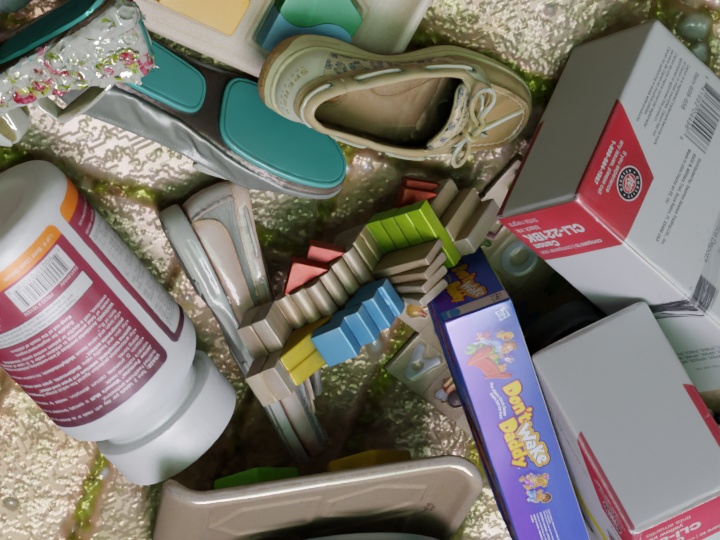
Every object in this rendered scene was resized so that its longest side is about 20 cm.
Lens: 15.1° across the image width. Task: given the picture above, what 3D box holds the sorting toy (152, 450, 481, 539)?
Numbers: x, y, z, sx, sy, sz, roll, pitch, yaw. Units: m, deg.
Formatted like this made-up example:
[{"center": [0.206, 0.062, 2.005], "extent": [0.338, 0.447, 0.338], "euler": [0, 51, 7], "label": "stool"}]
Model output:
[{"center": [-0.033, 0.154, 1.762], "extent": [0.199, 0.185, 0.037], "euler": [-4, 70, -9], "label": "sorting toy"}]

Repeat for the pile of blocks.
[{"center": [0.000, 0.000, 1.701], "extent": [0.200, 0.082, 0.062], "euler": [-42, 112, -22], "label": "pile of blocks"}]

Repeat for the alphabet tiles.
[{"center": [0.117, 0.021, 1.812], "extent": [0.166, 0.006, 0.200], "euler": [37, 102, -25], "label": "alphabet tiles"}]

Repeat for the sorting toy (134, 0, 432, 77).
[{"center": [-0.041, -0.205, 1.656], "extent": [0.200, 0.036, 0.185], "euler": [23, 108, -21], "label": "sorting toy"}]

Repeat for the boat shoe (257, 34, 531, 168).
[{"center": [0.031, -0.098, 1.683], "extent": [0.199, 0.063, 0.073], "euler": [2, 119, -34], "label": "boat shoe"}]

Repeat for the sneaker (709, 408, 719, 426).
[{"center": [0.232, 0.146, 1.865], "extent": [0.200, 0.075, 0.081], "euler": [-35, 104, 1], "label": "sneaker"}]

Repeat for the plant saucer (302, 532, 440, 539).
[{"center": [-0.016, 0.208, 1.797], "extent": [0.199, 0.028, 0.200], "euler": [-7, 159, -3], "label": "plant saucer"}]

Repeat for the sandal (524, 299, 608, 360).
[{"center": [0.162, 0.066, 1.795], "extent": [0.075, 0.048, 0.200], "euler": [-35, 143, 4], "label": "sandal"}]

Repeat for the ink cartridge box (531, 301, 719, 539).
[{"center": [0.185, 0.138, 1.723], "extent": [0.083, 0.145, 0.200], "euler": [-26, 147, -4], "label": "ink cartridge box"}]

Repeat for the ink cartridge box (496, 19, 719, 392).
[{"center": [0.203, -0.037, 1.723], "extent": [0.200, 0.084, 0.145], "euler": [39, 61, -24], "label": "ink cartridge box"}]

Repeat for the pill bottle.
[{"center": [-0.173, 0.036, 1.696], "extent": [0.109, 0.110, 0.200], "euler": [-37, 116, 6], "label": "pill bottle"}]

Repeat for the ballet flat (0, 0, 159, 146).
[{"center": [-0.203, -0.108, 1.609], "extent": [0.200, 0.076, 0.064], "euler": [-18, 122, 33], "label": "ballet flat"}]

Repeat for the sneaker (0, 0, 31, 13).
[{"center": [-0.133, -0.206, 1.585], "extent": [0.200, 0.121, 0.084], "euler": [-51, 158, 12], "label": "sneaker"}]

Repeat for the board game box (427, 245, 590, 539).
[{"center": [0.092, 0.089, 1.749], "extent": [0.045, 0.135, 0.200], "euler": [-20, 112, -1], "label": "board game box"}]

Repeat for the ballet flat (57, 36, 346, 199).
[{"center": [-0.102, -0.095, 1.685], "extent": [0.200, 0.068, 0.064], "euler": [28, 143, -22], "label": "ballet flat"}]

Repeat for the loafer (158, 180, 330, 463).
[{"center": [-0.059, 0.033, 1.746], "extent": [0.063, 0.072, 0.200], "euler": [-31, 114, -5], "label": "loafer"}]
